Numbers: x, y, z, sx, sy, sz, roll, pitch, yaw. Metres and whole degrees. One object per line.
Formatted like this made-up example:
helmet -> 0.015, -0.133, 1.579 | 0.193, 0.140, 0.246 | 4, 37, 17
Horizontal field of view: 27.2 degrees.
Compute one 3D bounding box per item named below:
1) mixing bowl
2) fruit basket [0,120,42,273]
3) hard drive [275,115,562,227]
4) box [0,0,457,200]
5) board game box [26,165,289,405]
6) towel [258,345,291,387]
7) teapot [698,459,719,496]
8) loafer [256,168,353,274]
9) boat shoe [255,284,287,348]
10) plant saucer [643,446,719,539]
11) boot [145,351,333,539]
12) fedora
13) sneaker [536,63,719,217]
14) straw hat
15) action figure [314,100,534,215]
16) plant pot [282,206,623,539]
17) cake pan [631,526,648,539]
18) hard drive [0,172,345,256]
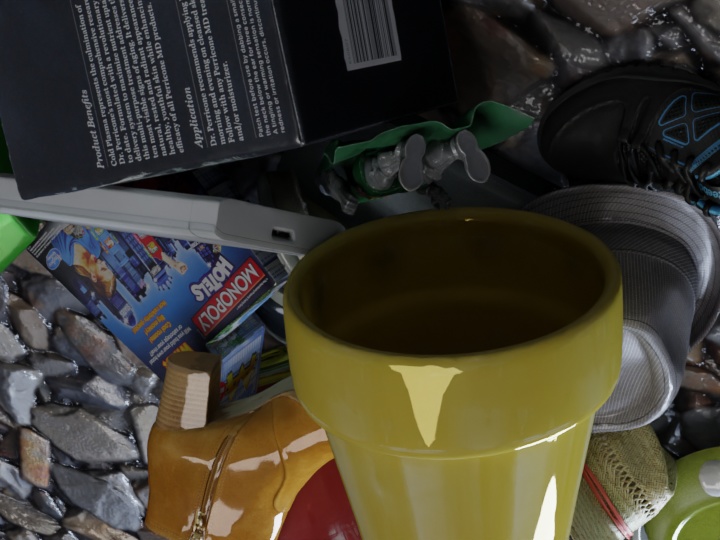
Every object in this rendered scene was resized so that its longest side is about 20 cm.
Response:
mixing bowl -> -0.061, 0.153, 1.163 | 0.199, 0.200, 0.109 | -8, 104, 30
fruit basket -> -0.354, -0.059, 1.105 | 0.213, 0.156, 0.217 | 3, 126, 4
hard drive -> 0.037, -0.044, 1.038 | 0.199, 0.033, 0.140 | 26, 138, -2
box -> -0.077, -0.128, 0.865 | 0.195, 0.200, 0.125 | -6, 99, 30
board game box -> -0.126, 0.004, 1.090 | 0.200, 0.062, 0.200 | 52, 134, 0
towel -> -0.031, 0.141, 1.262 | 0.086, 0.018, 0.200 | -18, 123, 37
teapot -> 0.366, 0.128, 0.976 | 0.200, 0.197, 0.146 | 43, 167, 8
loafer -> 0.000, 0.000, 1.034 | 0.069, 0.075, 0.200 | -34, 116, 9
boat shoe -> -0.002, 0.061, 1.128 | 0.199, 0.075, 0.062 | 31, 135, -6
plant saucer -> 0.307, 0.208, 1.112 | 0.198, 0.031, 0.201 | 13, 137, 13
boot -> -0.054, 0.142, 1.043 | 0.199, 0.071, 0.145 | 10, 109, 12
fedora -> 0.161, 0.043, 0.996 | 0.175, 0.091, 0.201 | 6, 140, -7
sneaker -> 0.197, -0.076, 0.899 | 0.198, 0.082, 0.074 | -1, 134, 27
straw hat -> 0.183, 0.145, 1.087 | 0.085, 0.201, 0.202 | -32, 119, 7
action figure -> 0.018, -0.062, 0.918 | 0.117, 0.055, 0.200 | -5, 180, -16
plant pot -> 0.060, 0.087, 0.898 | 0.199, 0.201, 0.191 | 4, 117, 21
cake pan -> 0.313, 0.210, 1.161 | 0.198, 0.037, 0.201 | 13, 136, 13
hard drive -> -0.128, -0.035, 0.942 | 0.199, 0.027, 0.132 | 8, 180, 33
